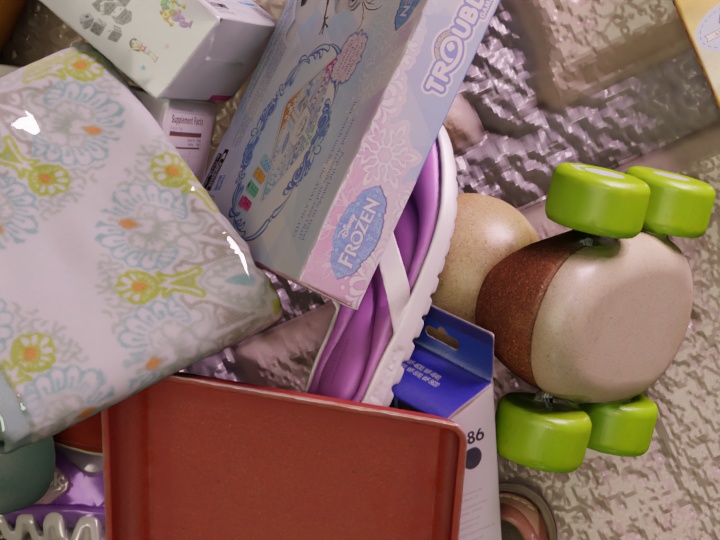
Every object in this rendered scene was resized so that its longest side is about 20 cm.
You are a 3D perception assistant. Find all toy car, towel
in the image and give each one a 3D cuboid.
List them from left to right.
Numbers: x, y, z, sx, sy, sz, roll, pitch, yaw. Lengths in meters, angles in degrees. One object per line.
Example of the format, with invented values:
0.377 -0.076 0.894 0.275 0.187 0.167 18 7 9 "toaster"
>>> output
-0.163 -0.018 0.926 0.171 0.048 0.200 -28 69 -25 "towel"
0.082 0.004 1.034 0.200 0.158 0.165 20 103 34 "toy car"

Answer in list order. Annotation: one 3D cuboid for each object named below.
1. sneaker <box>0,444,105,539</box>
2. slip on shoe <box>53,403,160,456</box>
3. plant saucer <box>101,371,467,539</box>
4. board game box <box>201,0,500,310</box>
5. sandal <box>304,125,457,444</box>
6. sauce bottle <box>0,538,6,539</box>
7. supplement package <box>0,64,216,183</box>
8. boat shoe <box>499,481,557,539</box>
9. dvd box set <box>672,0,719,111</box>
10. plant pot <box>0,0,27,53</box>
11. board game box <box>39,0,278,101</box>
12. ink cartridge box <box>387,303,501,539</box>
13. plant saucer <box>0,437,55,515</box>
-0.220 0.127 1.106 0.199 0.080 0.089 6 88 5 "sneaker"
-0.202 0.046 0.991 0.200 0.061 0.074 31 97 5 "slip on shoe"
-0.042 0.142 0.971 0.199 0.037 0.200 8 120 9 "plant saucer"
-0.013 -0.092 0.984 0.043 0.199 0.201 26 89 -24 "board game box"
0.005 0.000 0.981 0.082 0.050 0.203 -3 69 49 "sandal"
-0.175 0.247 1.075 0.200 0.065 0.065 39 100 29 "sauce bottle"
-0.169 -0.016 1.067 0.113 0.110 0.201 10 95 9 "supplement package"
0.084 0.232 1.058 0.075 0.072 0.201 -4 93 10 "boat shoe"
0.274 -0.132 1.025 0.146 0.029 0.201 -23 90 10 "dvd box set"
-0.305 -0.135 1.050 0.200 0.200 0.183 40 87 5 "plant pot"
-0.155 -0.185 1.037 0.200 0.148 0.064 40 100 6 "board game box"
0.038 0.118 0.997 0.039 0.099 0.201 -15 112 -30 "ink cartridge box"
-0.265 0.075 0.990 0.199 0.036 0.200 19 136 19 "plant saucer"
